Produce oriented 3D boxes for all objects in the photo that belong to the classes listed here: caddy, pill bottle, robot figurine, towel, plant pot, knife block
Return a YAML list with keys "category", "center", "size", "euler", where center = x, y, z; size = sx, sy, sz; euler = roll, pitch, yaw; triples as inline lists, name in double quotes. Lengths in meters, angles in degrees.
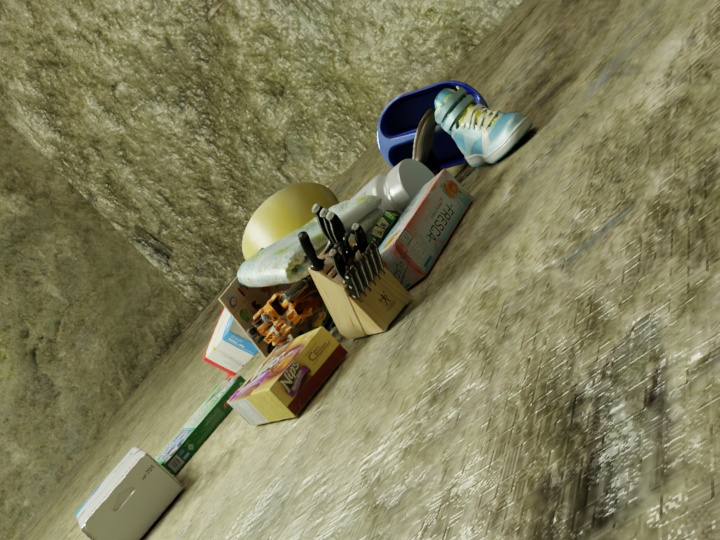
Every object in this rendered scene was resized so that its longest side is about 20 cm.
- category: "caddy"
  center: [0.126, -0.245, 1.699]
  size: [0.197, 0.144, 0.105]
  euler: [-17, 10, 9]
- category: "pill bottle"
  center: [0.034, -0.083, 1.582]
  size: [0.199, 0.113, 0.114]
  euler: [-38, 11, 38]
- category: "robot figurine"
  center: [-0.087, 0.048, 1.481]
  size: [0.145, 0.058, 0.200]
  euler: [-45, -6, 31]
- category: "towel"
  center: [-0.073, -0.041, 1.462]
  size: [0.199, 0.049, 0.170]
  euler: [-37, 12, -27]
- category: "plant pot"
  center: [-0.090, -0.030, 1.737]
  size: [0.200, 0.200, 0.142]
  euler: [-44, 53, 7]
- category: "knife block"
  center: [-0.026, 0.001, 1.282]
  size: [0.064, 0.176, 0.200]
  euler: [-47, 8, -19]

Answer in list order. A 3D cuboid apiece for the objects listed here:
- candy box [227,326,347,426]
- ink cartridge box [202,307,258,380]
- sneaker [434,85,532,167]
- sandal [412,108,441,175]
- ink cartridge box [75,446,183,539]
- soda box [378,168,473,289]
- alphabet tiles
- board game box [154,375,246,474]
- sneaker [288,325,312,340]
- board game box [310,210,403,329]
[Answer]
- category: "candy box"
  center: [-0.104, 0.150, 1.375]
  size: [0.117, 0.057, 0.200]
  euler: [-49, 10, -24]
- category: "ink cartridge box"
  center: [-0.212, 0.104, 1.730]
  size: [0.200, 0.067, 0.117]
  euler: [-43, 24, 56]
- category: "sneaker"
  center: [0.177, -0.232, 1.522]
  size: [0.080, 0.131, 0.200]
  euler: [-45, 9, -15]
- category: "sandal"
  center: [0.110, -0.169, 1.638]
  size: [0.082, 0.054, 0.203]
  euler: [-55, -19, -58]
- category: "ink cartridge box"
  center: [-0.368, 0.363, 1.561]
  size: [0.147, 0.086, 0.200]
  euler: [-49, 11, -17]
- category: "soda box"
  center: [0.086, -0.056, 1.380]
  size: [0.068, 0.064, 0.201]
  euler: [-38, 11, 43]
- category: "alphabet tiles"
  center: [-0.121, 0.047, 1.555]
  size: [0.007, 0.168, 0.201]
  euler: [-21, 23, 41]
- category: "board game box"
  center: [-0.283, 0.273, 1.752]
  size: [0.200, 0.029, 0.134]
  euler: [-50, 9, -21]
- category: "sneaker"
  center: [-0.116, 0.100, 1.676]
  size: [0.200, 0.072, 0.086]
  euler: [-120, 52, -80]
- category: "board game box"
  center: [0.000, 0.000, 1.458]
  size: [0.201, 0.023, 0.105]
  euler: [-57, -12, 10]
